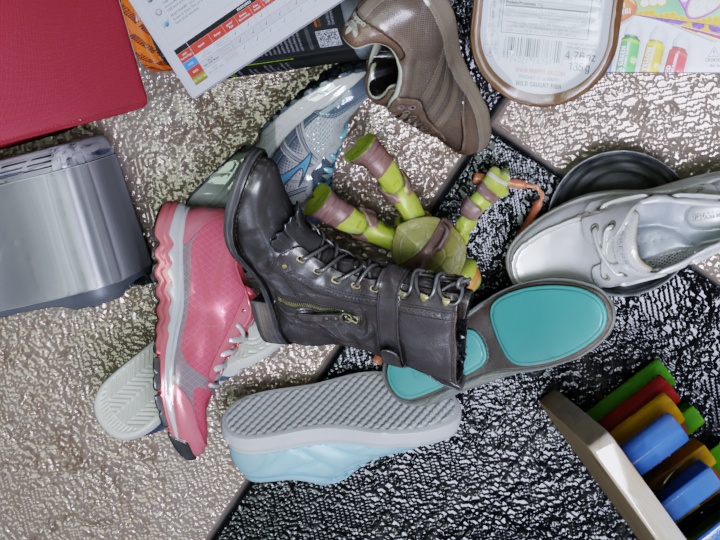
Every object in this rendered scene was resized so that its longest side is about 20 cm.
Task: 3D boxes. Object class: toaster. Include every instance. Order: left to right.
[{"bbox_3d":[-0.260,-0.032,1.012,0.198,0.114,0.130,-11,101,16],"label":"toaster"}]

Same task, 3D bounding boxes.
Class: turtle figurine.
[{"bbox_3d":[0.036,-0.019,0.962,0.161,0.065,0.200,37,111,-20],"label":"turtle figurine"}]

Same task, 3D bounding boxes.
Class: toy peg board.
[{"bbox_3d":[0.245,0.163,0.924,0.098,0.199,0.201,-37,93,0],"label":"toy peg board"}]

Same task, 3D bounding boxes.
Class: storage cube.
[{"bbox_3d":[-0.291,-0.178,0.923,0.170,0.179,0.202,-2,105,57],"label":"storage cube"}]

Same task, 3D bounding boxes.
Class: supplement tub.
[{"bbox_3d":[-0.073,-0.211,0.935,0.198,0.123,0.124,-6,101,11],"label":"supplement tub"}]

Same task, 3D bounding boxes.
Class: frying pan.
[{"bbox_3d":[0.200,-0.001,0.973,0.114,0.031,0.192,9,106,11],"label":"frying pan"}]

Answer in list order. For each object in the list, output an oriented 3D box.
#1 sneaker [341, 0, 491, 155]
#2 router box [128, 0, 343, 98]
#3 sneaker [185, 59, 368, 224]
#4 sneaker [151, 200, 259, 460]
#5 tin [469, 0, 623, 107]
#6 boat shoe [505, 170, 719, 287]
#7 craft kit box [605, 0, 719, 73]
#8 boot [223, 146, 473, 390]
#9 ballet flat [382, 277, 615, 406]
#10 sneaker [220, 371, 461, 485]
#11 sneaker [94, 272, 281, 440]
[{"bbox_3d":[0.038,-0.141,0.902,0.075,0.200,0.071,-33,55,-2],"label":"sneaker"},{"bbox_3d":[-0.079,-0.243,0.822,0.199,0.049,0.180,-27,102,24],"label":"router box"},{"bbox_3d":[-0.045,-0.088,0.988,0.200,0.078,0.086,-40,99,25],"label":"sneaker"},{"bbox_3d":[-0.116,0.045,0.957,0.086,0.074,0.202,-1,87,-3],"label":"sneaker"},{"bbox_3d":[0.139,-0.219,0.895,0.111,0.042,0.202,6,103,5],"label":"tin"},{"bbox_3d":[0.199,-0.025,0.918,0.198,0.069,0.071,-19,100,18],"label":"boat shoe"},{"bbox_3d":[0.206,-0.246,0.916,0.198,0.049,0.200,1,99,11],"label":"craft kit box"},{"bbox_3d":[0.000,0.000,0.900,0.173,0.070,0.201,10,139,22],"label":"boot"},{"bbox_3d":[0.109,0.052,0.961,0.199,0.064,0.068,-22,84,26],"label":"ballet flat"},{"bbox_3d":[-0.013,0.139,1.036,0.198,0.074,0.082,-3,132,6],"label":"sneaker"},{"bbox_3d":[-0.134,0.069,1.039,0.199,0.085,0.075,-32,84,-9],"label":"sneaker"}]
